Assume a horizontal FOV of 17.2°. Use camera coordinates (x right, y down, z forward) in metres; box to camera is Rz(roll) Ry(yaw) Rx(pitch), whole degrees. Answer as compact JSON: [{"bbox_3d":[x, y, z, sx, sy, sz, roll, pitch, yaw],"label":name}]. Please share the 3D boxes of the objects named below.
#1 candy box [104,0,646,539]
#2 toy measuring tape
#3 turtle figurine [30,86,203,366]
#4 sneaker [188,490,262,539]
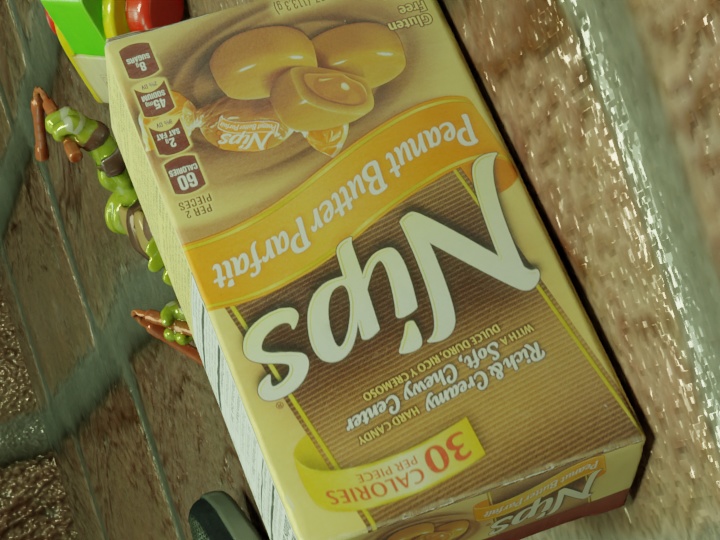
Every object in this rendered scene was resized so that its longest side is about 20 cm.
[{"bbox_3d":[0.000,0.000,0.786,0.055,0.115,0.201,93,157,-59],"label":"candy box"},{"bbox_3d":[-0.117,-0.120,1.288,0.074,0.073,0.200,62,-179,40],"label":"toy measuring tape"},{"bbox_3d":[-0.101,-0.014,1.301,0.161,0.064,0.200,34,154,59],"label":"turtle figurine"},{"bbox_3d":[-0.095,0.242,1.514,0.076,0.114,0.200,121,133,-71],"label":"sneaker"}]
